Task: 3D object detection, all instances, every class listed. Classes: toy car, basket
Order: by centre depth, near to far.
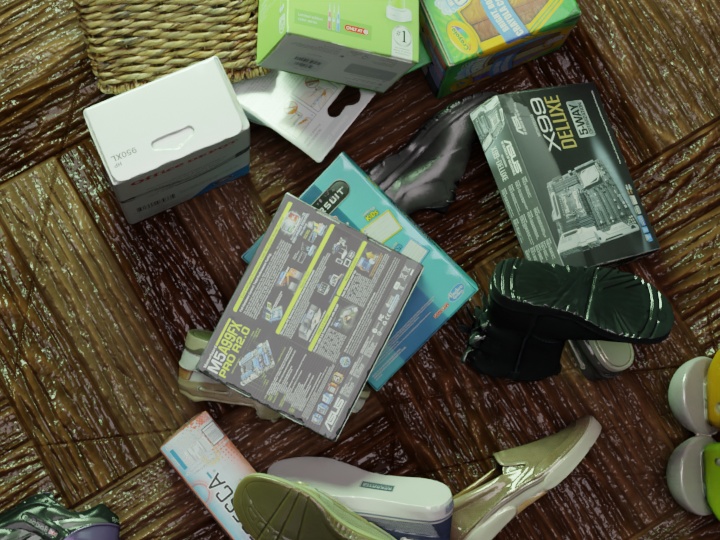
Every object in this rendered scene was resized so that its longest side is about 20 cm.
[{"bbox_3d":[0.422,0.175,1.505,0.149,0.175,0.201,12,77,-40],"label":"toy car"},{"bbox_3d":[-0.192,-0.288,1.531,0.199,0.143,0.150,-7,123,10],"label":"basket"}]

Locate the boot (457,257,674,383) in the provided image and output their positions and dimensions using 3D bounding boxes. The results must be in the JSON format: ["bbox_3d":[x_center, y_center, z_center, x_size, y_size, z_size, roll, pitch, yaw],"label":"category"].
[{"bbox_3d":[0.202,0.063,1.471,0.197,0.163,0.074,12,57,0],"label":"boot"}]

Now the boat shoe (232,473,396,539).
[{"bbox_3d":[-0.033,0.259,1.430,0.200,0.063,0.074,24,96,1],"label":"boat shoe"}]

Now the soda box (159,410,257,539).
[{"bbox_3d":[-0.121,0.240,1.479,0.063,0.068,0.200,-39,86,-11],"label":"soda box"}]

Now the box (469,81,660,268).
[{"bbox_3d":[0.216,-0.094,1.528,0.157,0.050,0.201,-12,78,-40],"label":"box"}]

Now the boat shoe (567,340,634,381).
[{"bbox_3d":[0.222,0.027,1.549,0.067,0.057,0.201,-17,77,-35],"label":"boat shoe"}]

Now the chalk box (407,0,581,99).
[{"bbox_3d":[0.113,-0.273,1.551,0.199,0.124,0.125,-23,83,-8],"label":"chalk box"}]

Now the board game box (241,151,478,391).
[{"bbox_3d":[0.000,0.000,1.508,0.200,0.047,0.151,45,97,-4],"label":"board game box"}]

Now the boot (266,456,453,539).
[{"bbox_3d":[-0.003,0.255,1.487,0.199,0.073,0.091,9,116,19],"label":"boot"}]

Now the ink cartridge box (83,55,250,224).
[{"bbox_3d":[-0.191,-0.128,1.465,0.144,0.200,0.085,-24,84,-8],"label":"ink cartridge box"}]

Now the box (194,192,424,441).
[{"bbox_3d":[-0.050,0.047,1.450,0.160,0.044,0.201,27,85,-1],"label":"box"}]

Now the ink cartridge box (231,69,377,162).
[{"bbox_3d":[-0.070,-0.222,1.547,0.200,0.050,0.162,36,80,13],"label":"ink cartridge box"}]

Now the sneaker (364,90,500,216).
[{"bbox_3d":[0.082,-0.113,1.557,0.200,0.076,0.091,-41,92,0],"label":"sneaker"}]

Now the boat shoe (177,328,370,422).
[{"bbox_3d":[-0.092,0.120,1.506,0.199,0.075,0.069,16,98,-3],"label":"boat shoe"}]

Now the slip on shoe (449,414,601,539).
[{"bbox_3d":[0.163,0.211,1.508,0.200,0.076,0.061,-41,89,-1],"label":"slip on shoe"}]

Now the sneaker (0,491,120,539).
[{"bbox_3d":[-0.344,0.268,1.467,0.199,0.076,0.088,8,66,-7],"label":"sneaker"}]

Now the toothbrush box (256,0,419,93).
[{"bbox_3d":[-0.022,-0.298,1.466,0.145,0.086,0.201,8,72,-24],"label":"toothbrush box"}]
